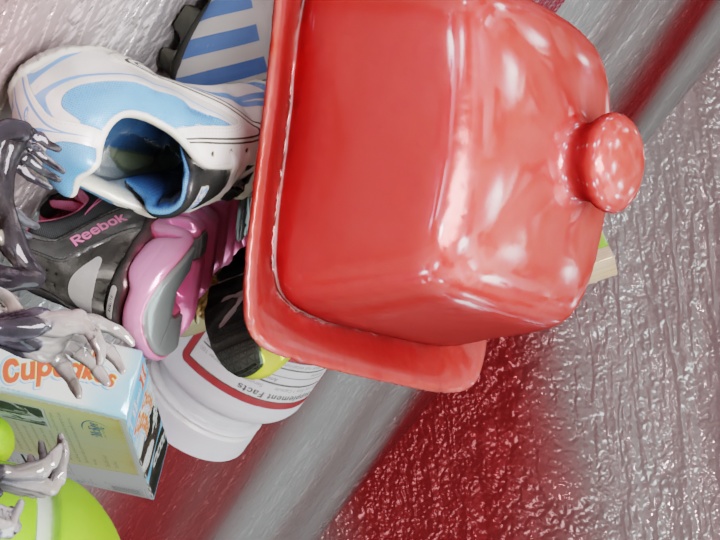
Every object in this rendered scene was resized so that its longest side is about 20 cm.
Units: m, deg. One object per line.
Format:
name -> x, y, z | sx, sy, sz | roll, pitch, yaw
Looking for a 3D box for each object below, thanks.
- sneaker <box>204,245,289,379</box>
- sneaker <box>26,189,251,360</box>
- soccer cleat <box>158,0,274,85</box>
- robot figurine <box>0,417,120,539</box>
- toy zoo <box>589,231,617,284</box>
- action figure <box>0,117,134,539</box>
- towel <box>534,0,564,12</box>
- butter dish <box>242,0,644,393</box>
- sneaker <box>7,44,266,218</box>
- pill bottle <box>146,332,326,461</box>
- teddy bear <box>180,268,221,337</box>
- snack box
sneaker -> 0.000, 0.000, 1.064 | 0.078, 0.090, 0.200 | -20, -159, 42
sneaker -> -0.107, -0.029, 1.069 | 0.200, 0.095, 0.079 | -55, 157, -64
soccer cleat -> -0.028, -0.133, 1.007 | 0.070, 0.086, 0.200 | -42, 167, -39
robot figurine -> -0.193, 0.137, 0.962 | 0.176, 0.199, 0.116 | -96, -154, -44
toy zoo -> 0.074, -0.055, 1.403 | 0.131, 0.200, 0.020 | -19, 140, 0
action figure -> -0.145, 0.042, 0.833 | 0.119, 0.102, 0.201 | -45, -146, 47
towel -> 0.106, -0.168, 1.185 | 0.145, 0.022, 0.200 | -52, 175, -15
butter dish -> 0.056, -0.049, 0.962 | 0.199, 0.147, 0.201 | 16, 79, -54
sneaker -> -0.071, -0.051, 0.967 | 0.200, 0.073, 0.072 | 5, 146, -46
pill bottle -> -0.061, 0.022, 1.373 | 0.200, 0.112, 0.112 | -55, 170, 26
teddy bear -> -0.055, -0.043, 1.205 | 0.200, 0.067, 0.145 | -53, -161, -14
snack box -> -0.160, 0.068, 1.074 | 0.200, 0.116, 0.037 | 97, 6, -73
